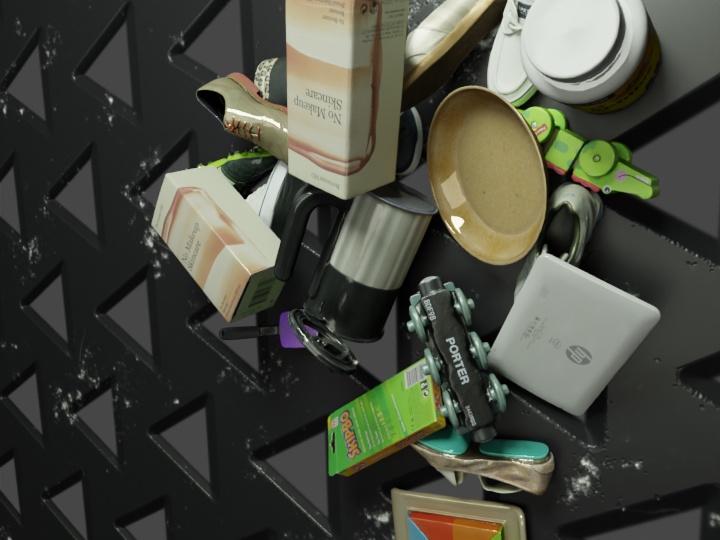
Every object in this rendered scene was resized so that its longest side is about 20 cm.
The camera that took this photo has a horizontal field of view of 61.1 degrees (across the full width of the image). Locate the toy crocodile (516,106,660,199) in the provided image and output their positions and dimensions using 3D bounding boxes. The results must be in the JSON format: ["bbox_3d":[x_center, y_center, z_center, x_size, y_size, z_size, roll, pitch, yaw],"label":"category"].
[{"bbox_3d":[0.228,-0.127,0.662,0.199,0.067,0.062,36,118,24],"label":"toy crocodile"}]

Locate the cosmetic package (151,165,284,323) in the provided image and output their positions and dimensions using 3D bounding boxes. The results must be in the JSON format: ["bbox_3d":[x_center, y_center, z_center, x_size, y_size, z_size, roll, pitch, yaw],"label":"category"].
[{"bbox_3d":[-0.194,-0.040,0.848,0.200,0.087,0.104,46,130,21],"label":"cosmetic package"}]

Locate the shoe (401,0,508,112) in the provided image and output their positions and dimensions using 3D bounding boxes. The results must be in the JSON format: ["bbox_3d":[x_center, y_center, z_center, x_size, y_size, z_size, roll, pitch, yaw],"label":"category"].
[{"bbox_3d":[0.091,-0.261,0.702,0.200,0.070,0.053,-44,74,3],"label":"shoe"}]

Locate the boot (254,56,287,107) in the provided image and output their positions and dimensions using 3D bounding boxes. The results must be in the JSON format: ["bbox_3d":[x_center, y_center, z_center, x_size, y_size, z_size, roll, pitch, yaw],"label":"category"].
[{"bbox_3d":[-0.065,-0.202,0.828,0.152,0.073,0.206,1,101,37],"label":"boot"}]

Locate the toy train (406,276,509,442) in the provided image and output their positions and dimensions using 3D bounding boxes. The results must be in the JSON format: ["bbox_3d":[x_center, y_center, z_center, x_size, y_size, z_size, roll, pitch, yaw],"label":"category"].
[{"bbox_3d":[0.114,0.106,0.742,0.084,0.114,0.202,-21,84,2],"label":"toy train"}]

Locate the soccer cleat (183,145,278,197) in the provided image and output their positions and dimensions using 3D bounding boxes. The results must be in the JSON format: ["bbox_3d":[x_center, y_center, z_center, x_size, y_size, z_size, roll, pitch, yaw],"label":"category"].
[{"bbox_3d":[-0.190,-0.135,0.919,0.198,0.067,0.082,-8,104,38],"label":"soccer cleat"}]

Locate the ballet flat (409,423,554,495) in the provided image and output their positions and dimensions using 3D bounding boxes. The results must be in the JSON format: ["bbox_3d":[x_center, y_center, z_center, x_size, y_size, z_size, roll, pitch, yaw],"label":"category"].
[{"bbox_3d":[0.144,0.244,0.776,0.198,0.068,0.068,5,108,32],"label":"ballet flat"}]

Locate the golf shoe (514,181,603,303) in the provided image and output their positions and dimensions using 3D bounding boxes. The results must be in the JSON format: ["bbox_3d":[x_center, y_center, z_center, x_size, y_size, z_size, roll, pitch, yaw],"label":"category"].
[{"bbox_3d":[0.207,0.004,0.679,0.078,0.097,0.203,15,107,26],"label":"golf shoe"}]

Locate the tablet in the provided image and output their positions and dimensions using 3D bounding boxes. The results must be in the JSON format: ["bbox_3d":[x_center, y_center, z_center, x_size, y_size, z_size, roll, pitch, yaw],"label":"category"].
[{"bbox_3d":[0.222,0.078,0.670,0.129,0.014,0.201,29,140,15],"label":"tablet"}]

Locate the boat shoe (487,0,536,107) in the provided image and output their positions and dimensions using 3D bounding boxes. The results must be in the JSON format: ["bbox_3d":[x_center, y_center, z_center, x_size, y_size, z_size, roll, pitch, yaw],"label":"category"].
[{"bbox_3d":[0.183,-0.279,0.660,0.073,0.065,0.202,24,107,25],"label":"boat shoe"}]

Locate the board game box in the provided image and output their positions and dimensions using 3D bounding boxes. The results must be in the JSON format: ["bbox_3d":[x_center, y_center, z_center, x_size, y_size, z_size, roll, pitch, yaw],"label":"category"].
[{"bbox_3d":[0.028,0.204,0.830,0.199,0.030,0.096,-34,39,29],"label":"board game box"}]

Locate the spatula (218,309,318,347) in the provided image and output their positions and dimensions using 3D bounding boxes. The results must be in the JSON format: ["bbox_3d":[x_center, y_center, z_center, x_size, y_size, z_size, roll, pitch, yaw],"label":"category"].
[{"bbox_3d":[-0.149,0.095,0.950,0.198,0.020,0.057,-8,82,34],"label":"spatula"}]

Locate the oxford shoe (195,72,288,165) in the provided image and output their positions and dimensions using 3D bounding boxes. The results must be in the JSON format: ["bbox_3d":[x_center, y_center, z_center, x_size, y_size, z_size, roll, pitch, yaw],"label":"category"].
[{"bbox_3d":[-0.139,-0.186,0.802,0.200,0.074,0.071,40,137,26],"label":"oxford shoe"}]

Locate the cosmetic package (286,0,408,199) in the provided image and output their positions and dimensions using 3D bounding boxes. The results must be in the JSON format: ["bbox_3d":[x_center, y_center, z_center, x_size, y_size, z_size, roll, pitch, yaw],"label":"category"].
[{"bbox_3d":[-0.018,-0.194,0.653,0.103,0.087,0.202,27,129,36],"label":"cosmetic package"}]

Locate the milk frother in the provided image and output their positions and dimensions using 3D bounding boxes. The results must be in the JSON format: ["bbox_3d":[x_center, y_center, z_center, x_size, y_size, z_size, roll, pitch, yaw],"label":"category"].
[{"bbox_3d":[0.000,0.000,0.733,0.200,0.179,0.190,52,126,52],"label":"milk frother"}]

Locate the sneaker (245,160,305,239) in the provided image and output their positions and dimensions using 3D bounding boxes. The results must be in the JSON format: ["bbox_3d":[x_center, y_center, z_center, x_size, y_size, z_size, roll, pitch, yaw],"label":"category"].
[{"bbox_3d":[-0.141,-0.087,0.886,0.070,0.073,0.202,33,114,18],"label":"sneaker"}]

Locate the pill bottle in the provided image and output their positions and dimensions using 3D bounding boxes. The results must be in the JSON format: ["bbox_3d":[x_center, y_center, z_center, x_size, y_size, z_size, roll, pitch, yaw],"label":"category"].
[{"bbox_3d":[0.217,-0.209,0.575,0.108,0.199,0.111,6,101,30],"label":"pill bottle"}]

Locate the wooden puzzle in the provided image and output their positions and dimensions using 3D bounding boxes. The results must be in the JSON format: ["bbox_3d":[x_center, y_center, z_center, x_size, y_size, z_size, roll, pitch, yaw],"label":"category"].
[{"bbox_3d":[0.130,0.399,0.825,0.198,0.037,0.188,-2,97,31],"label":"wooden puzzle"}]

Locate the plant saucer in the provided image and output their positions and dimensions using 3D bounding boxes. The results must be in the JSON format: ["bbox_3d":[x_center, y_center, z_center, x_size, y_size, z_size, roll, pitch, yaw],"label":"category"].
[{"bbox_3d":[0.147,-0.107,0.690,0.200,0.035,0.202,44,144,45],"label":"plant saucer"}]

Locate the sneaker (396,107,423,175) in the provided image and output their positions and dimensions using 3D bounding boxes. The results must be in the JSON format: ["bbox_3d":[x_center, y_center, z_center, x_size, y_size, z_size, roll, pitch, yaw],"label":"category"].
[{"bbox_3d":[0.017,-0.216,0.749,0.069,0.108,0.203,-8,94,32],"label":"sneaker"}]
